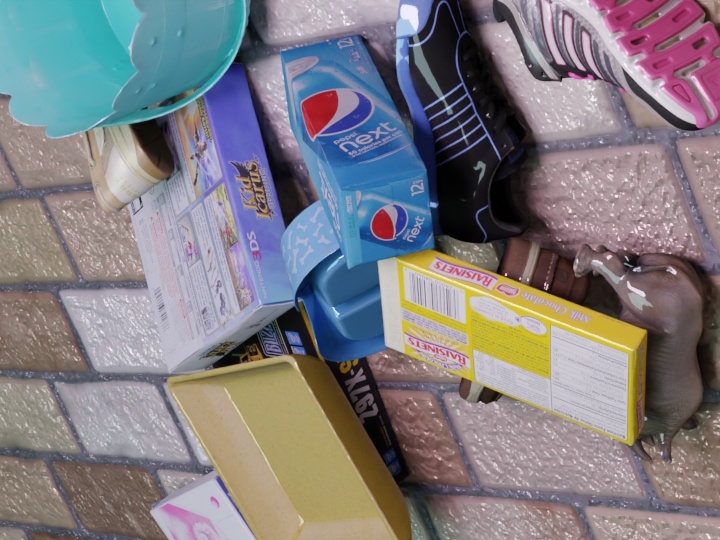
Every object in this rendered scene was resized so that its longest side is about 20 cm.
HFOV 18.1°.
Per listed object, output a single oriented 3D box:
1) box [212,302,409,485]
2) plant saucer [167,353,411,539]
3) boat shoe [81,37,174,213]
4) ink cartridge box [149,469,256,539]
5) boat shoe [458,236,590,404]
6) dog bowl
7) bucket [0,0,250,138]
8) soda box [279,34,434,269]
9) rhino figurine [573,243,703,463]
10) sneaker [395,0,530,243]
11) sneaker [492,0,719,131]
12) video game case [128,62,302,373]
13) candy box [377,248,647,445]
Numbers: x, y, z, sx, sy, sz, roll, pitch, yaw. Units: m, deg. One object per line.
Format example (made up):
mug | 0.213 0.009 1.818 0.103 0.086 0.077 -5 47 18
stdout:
box | -0.056 0.095 1.918 0.159 0.049 0.201 4 122 47
plant saucer | -0.049 0.152 1.874 0.199 0.048 0.201 -13 110 53
boat shoe | -0.209 -0.134 1.821 0.073 0.063 0.201 31 -154 -51
ink cartridge box | -0.118 0.292 2.171 0.197 0.043 0.200 55 145 -2
boat shoe | 0.122 0.051 1.645 0.074 0.075 0.203 17 155 1
dog bowl | 0.000 0.000 1.684 0.050 0.111 0.200 62 178 24
bucket | -0.188 -0.209 1.697 0.206 0.134 0.209 18 117 39
soda box | -0.004 -0.087 1.594 0.200 0.064 0.068 -114 13 -54
rhino figurine | 0.197 0.064 1.571 0.087 0.060 0.201 15 134 24
sneaker | 0.075 -0.113 1.572 0.077 0.070 0.201 4 120 23
sneaker | 0.153 -0.146 1.435 0.200 0.074 0.088 43 145 24
video game case | -0.124 -0.040 1.820 0.181 0.045 0.201 -35 67 57
candy box | 0.104 0.047 1.563 0.199 0.026 0.103 22 145 23
